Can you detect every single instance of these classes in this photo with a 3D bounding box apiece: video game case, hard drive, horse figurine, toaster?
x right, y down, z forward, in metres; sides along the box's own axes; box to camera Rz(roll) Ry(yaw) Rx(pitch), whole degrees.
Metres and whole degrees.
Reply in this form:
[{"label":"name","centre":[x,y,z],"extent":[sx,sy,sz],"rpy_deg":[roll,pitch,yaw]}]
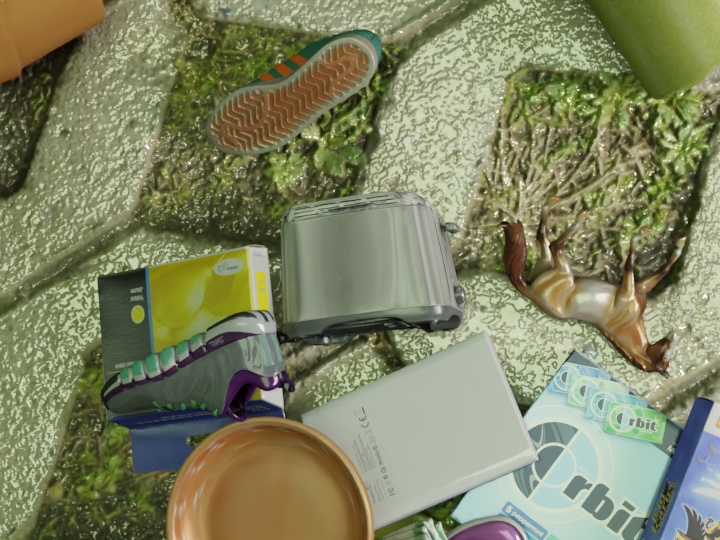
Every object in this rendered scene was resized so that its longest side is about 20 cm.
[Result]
[{"label":"video game case","centre":[0.356,0.241,1.293],"extent":[0.181,0.045,0.201],"rpy_deg":[22,87,-8]},{"label":"hard drive","centre":[0.054,0.159,1.353],"extent":[0.200,0.025,0.132],"rpy_deg":[-25,68,11]},{"label":"horse figurine","centre":[0.219,0.009,1.354],"extent":[0.199,0.050,0.133],"rpy_deg":[17,104,1]},{"label":"toaster","centre":[0.000,0.000,1.361],"extent":[0.199,0.114,0.130],"rpy_deg":[-8,79,15]}]

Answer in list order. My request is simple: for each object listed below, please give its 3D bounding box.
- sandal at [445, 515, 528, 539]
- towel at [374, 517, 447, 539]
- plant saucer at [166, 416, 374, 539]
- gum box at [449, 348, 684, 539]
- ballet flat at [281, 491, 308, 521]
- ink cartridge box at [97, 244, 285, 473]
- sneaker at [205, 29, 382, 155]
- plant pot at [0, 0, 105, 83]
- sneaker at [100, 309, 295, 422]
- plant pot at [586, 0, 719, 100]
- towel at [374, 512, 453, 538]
[{"label":"sandal","centre":[0.072,0.303,1.324],"extent":[0.202,0.050,0.083],"rpy_deg":[-35,89,18]},{"label":"towel","centre":[0.019,0.327,1.315],"extent":[0.200,0.031,0.150],"rpy_deg":[-27,83,34]},{"label":"plant saucer","centre":[-0.081,0.233,1.298],"extent":[0.199,0.037,0.201],"rpy_deg":[-1,87,17]},{"label":"gum box","centre":[0.211,0.204,1.343],"extent":[0.170,0.045,0.200],"rpy_deg":[37,89,10]},{"label":"ballet flat","centre":[-0.087,0.255,1.359],"extent":[0.200,0.069,0.070],"rpy_deg":[-37,80,13]},{"label":"ink cartridge box","centre":[-0.166,0.090,1.372],"extent":[0.197,0.047,0.201],"rpy_deg":[-11,80,31]},{"label":"sneaker","centre":[-0.061,-0.178,1.416],"extent":[0.200,0.080,0.072],"rpy_deg":[-25,103,22]},{"label":"plant pot","centre":[-0.341,-0.297,1.409],"extent":[0.140,0.200,0.201],"rpy_deg":[-19,81,-11]},{"label":"sneaker","centre":[-0.153,0.110,1.297],"extent":[0.200,0.074,0.088],"rpy_deg":[-27,79,28]},{"label":"plant pot","centre":[0.293,-0.267,1.322],"extent":[0.200,0.200,0.185],"rpy_deg":[-26,93,4]},{"label":"towel","centre":[-0.001,0.252,1.381],"extent":[0.200,0.018,0.086],"rpy_deg":[27,89,9]}]
